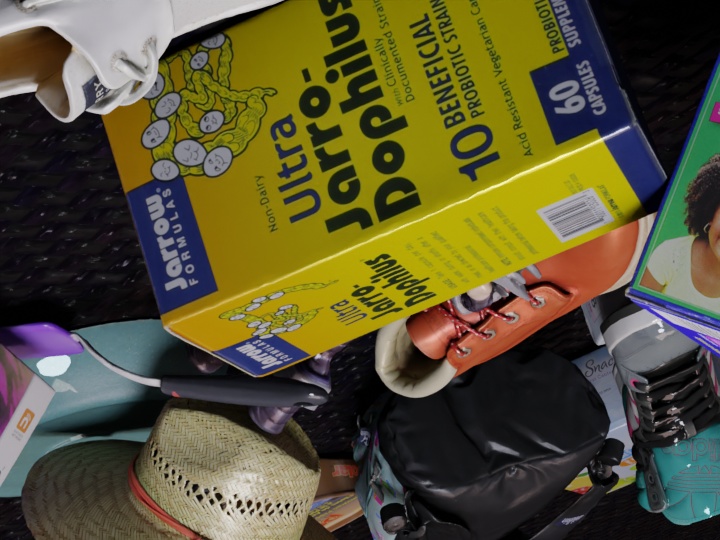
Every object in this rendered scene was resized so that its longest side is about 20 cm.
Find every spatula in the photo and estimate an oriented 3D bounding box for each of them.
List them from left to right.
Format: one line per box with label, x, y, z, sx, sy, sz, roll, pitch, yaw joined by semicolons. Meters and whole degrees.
spatula;-0.111;0.049;0.939;0.198;0.021;0.057;10;165;15

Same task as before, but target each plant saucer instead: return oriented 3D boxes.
plant saucer;-0.164;0.087;1.077;0.198;0.036;0.200;-17;160;-6

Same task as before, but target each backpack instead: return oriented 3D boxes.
backpack;0.070;0.128;1.266;0.165;0.128;0.200;-9;158;-14

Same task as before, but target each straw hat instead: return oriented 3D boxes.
straw hat;-0.070;0.110;0.990;0.200;0.201;0.086;2;120;-44

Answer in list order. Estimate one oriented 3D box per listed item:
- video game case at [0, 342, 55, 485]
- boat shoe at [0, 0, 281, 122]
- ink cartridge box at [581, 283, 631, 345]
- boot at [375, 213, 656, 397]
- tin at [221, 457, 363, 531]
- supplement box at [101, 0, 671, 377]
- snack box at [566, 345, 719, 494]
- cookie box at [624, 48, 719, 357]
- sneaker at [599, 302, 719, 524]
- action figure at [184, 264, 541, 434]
video game case;-0.229;0.093;0.838;0.182;0.036;0.200;-61;157;-14
boat shoe;-0.097;-0.083;0.638;0.198;0.070;0.071;-11;159;-20
ink cartridge box;0.230;-0.028;1.122;0.161;0.057;0.200;-13;155;-15
boot;0.078;0.006;0.985;0.107;0.075;0.200;-31;170;-35
tin;-0.076;0.193;1.437;0.199;0.042;0.112;-32;153;32
supplement box;0.012;-0.050;0.765;0.199;0.110;0.109;-23;160;12
snack box;0.209;0.105;1.417;0.168;0.068;0.200;-25;160;18
cookie box;0.201;-0.057;0.801;0.075;0.202;0.171;20;178;27
sneaker;0.196;0.090;1.154;0.083;0.122;0.200;-21;160;3
action figure;0.000;0.000;0.917;0.199;0.070;0.130;-32;126;33
